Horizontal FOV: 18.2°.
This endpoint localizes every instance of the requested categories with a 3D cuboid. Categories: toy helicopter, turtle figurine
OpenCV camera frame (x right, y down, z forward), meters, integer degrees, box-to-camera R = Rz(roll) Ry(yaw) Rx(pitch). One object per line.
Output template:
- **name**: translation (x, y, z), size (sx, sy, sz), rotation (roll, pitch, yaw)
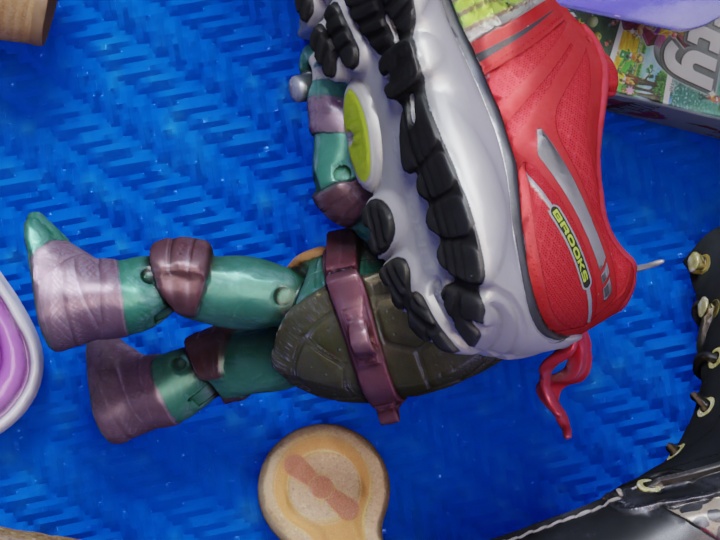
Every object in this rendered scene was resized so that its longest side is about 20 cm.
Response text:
- **toy helicopter**: translation (0.021, 0.146, 0.775), size (0.132, 0.079, 0.200), rotation (-19, 80, -2)
- **turtle figurine**: translation (0.000, 0.000, 0.737), size (0.200, 0.101, 0.150), rotation (-13, 127, 4)

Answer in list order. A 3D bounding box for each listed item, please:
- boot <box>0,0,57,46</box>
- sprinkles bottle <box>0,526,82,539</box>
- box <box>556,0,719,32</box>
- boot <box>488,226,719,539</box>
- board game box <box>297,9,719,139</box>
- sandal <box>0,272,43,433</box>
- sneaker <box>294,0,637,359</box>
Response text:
- **boot**: translation (-0.156, -0.179, 0.752), size (0.144, 0.071, 0.201), rotation (13, 85, -5)
- **sprinkles bottle**: translation (-0.177, 0.108, 0.745), size (0.200, 0.068, 0.068), rotation (11, 88, -9)
- **box**: translation (0.092, -0.180, 0.743), size (0.119, 0.041, 0.200), rotation (11, 88, -7)
- **boot**: translation (0.117, 0.060, 0.768), size (0.203, 0.154, 0.074), rotation (-12, 134, 8)
- **board game box**: translation (0.092, -0.131, 0.792), size (0.200, 0.064, 0.148), rotation (12, 88, -9)
- **sandal**: translation (-0.183, -0.025, 0.755), size (0.203, 0.050, 0.082), rotation (42, 84, -6)
- **sneaker**: translation (0.035, -0.071, 0.688), size (0.085, 0.077, 0.200), rotation (-6, 81, -31)
